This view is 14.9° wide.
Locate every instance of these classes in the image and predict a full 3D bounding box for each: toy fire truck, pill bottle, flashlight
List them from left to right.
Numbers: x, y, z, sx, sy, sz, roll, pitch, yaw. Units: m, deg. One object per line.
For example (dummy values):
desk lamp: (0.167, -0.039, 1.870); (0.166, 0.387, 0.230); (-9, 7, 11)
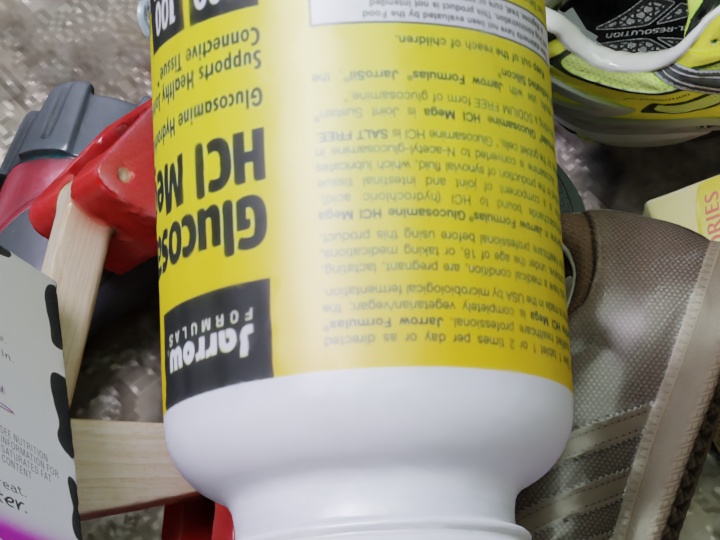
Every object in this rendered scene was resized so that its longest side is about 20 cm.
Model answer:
flashlight: (-0.102, 0.039, 0.838); (0.067, 0.068, 0.201); (15, 57, 3)
toy fire truck: (-0.057, 0.063, 0.794); (0.141, 0.049, 0.201); (38, 58, -20)
pill bottle: (0.000, 0.000, 0.751); (0.111, 0.113, 0.202); (-2, 76, -4)

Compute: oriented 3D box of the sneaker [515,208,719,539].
sneaker: (0.052, 0.078, 0.807); (0.075, 0.070, 0.201); (19, 75, 14)

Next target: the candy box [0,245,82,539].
candy box: (-0.136, 0.048, 0.673); (0.136, 0.061, 0.201); (35, 24, -30)

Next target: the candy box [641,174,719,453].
candy box: (0.179, 0.051, 0.851); (0.115, 0.055, 0.201); (-20, 62, -15)

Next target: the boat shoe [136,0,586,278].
boat shoe: (-0.017, -0.058, 0.871); (0.202, 0.065, 0.074); (43, 35, -1)

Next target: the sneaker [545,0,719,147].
sneaker: (0.138, -0.078, 0.842); (0.199, 0.076, 0.076); (-11, 75, 22)
